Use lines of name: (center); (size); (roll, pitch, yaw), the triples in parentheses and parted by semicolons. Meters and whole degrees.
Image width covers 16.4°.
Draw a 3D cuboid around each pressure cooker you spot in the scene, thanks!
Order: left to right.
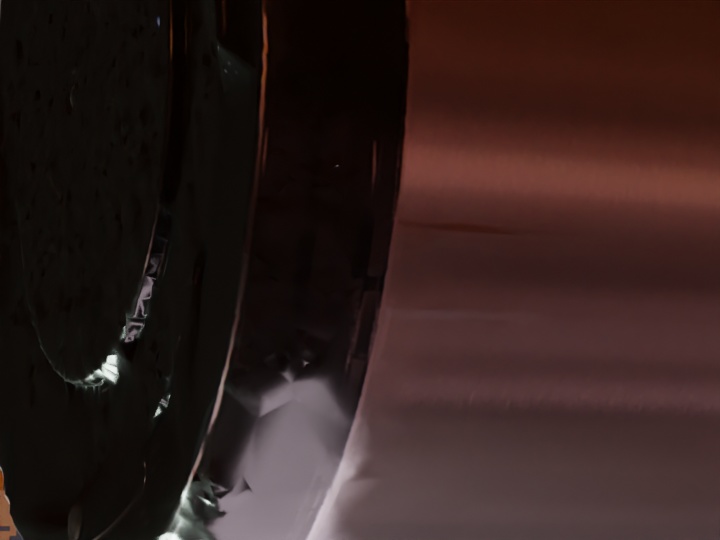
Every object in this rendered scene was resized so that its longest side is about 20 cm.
pressure cooker: (0.045, -0.019, 0.441); (0.199, 0.176, 0.179); (3, 148, -24)

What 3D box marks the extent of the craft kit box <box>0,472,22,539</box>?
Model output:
craft kit box: (-0.077, 0.022, 0.661); (0.199, 0.198, 0.049); (1, 172, -9)
